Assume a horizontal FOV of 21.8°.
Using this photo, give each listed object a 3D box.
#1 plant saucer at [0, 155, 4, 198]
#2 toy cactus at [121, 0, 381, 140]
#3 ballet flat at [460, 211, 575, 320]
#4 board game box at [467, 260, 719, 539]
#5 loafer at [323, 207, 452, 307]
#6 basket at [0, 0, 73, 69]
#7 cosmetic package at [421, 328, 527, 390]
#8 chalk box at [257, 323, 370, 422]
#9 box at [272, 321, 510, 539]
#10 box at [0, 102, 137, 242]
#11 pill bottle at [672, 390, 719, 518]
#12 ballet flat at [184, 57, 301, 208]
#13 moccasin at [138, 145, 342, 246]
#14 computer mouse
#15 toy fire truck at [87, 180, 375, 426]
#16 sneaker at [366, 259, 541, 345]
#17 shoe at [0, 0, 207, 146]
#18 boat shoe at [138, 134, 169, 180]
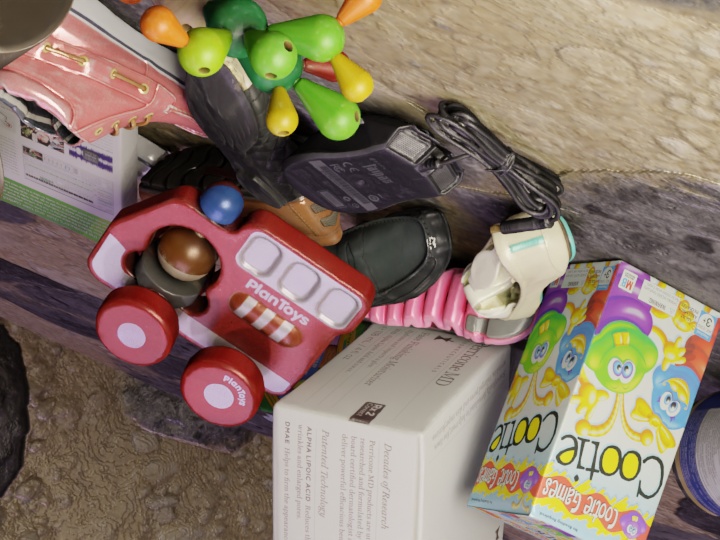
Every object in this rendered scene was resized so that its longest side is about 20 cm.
[{"bbox_3d":[-0.329,-0.129,1.484,0.200,0.032,0.201,51,154,36],"label":"plant saucer"},{"bbox_3d":[-0.077,-0.154,1.059,0.199,0.103,0.165,28,-174,-35],"label":"toy cactus"},{"bbox_3d":[0.106,0.001,1.394,0.069,0.070,0.200,22,163,1],"label":"ballet flat"},{"bbox_3d":[0.177,0.106,1.413,0.104,0.202,0.103,26,168,-21],"label":"board game box"},{"bbox_3d":[0.000,0.000,1.489,0.070,0.069,0.200,-6,169,-36],"label":"loafer"},{"bbox_3d":[-0.269,-0.180,1.151,0.180,0.137,0.199,40,157,-28],"label":"basket"},{"bbox_3d":[0.115,0.082,1.630,0.198,0.091,0.107,21,-162,12],"label":"cosmetic package"},{"bbox_3d":[-0.001,0.132,2.056,0.124,0.125,0.199,32,164,-35],"label":"chalk box"},{"bbox_3d":[0.028,0.172,1.518,0.130,0.202,0.199,10,-158,22],"label":"box"},{"bbox_3d":[-0.250,-0.105,1.515,0.143,0.037,0.201,23,147,7],"label":"box"},{"bbox_3d":[0.339,0.148,1.519,0.111,0.113,0.200,24,168,-10],"label":"pill bottle"},{"bbox_3d":[-0.078,-0.110,1.333,0.066,0.057,0.200,25,163,21],"label":"ballet flat"},{"bbox_3d":[-0.098,-0.055,1.514,0.200,0.074,0.078,5,132,32],"label":"moccasin"},{"bbox_3d":[0.048,-0.068,1.274,0.140,0.046,0.199,34,152,-30],"label":"computer mouse"},{"bbox_3d":[-0.105,0.010,1.458,0.199,0.112,0.168,36,127,-7],"label":"toy fire truck"},{"bbox_3d":[0.071,0.019,1.570,0.199,0.080,0.095,19,-177,28],"label":"sneaker"},{"bbox_3d":[-0.176,-0.122,1.319,0.071,0.092,0.200,10,163,46],"label":"shoe"},{"bbox_3d":[-0.254,-0.102,1.617,0.198,0.066,0.072,19,168,17],"label":"boat shoe"}]
